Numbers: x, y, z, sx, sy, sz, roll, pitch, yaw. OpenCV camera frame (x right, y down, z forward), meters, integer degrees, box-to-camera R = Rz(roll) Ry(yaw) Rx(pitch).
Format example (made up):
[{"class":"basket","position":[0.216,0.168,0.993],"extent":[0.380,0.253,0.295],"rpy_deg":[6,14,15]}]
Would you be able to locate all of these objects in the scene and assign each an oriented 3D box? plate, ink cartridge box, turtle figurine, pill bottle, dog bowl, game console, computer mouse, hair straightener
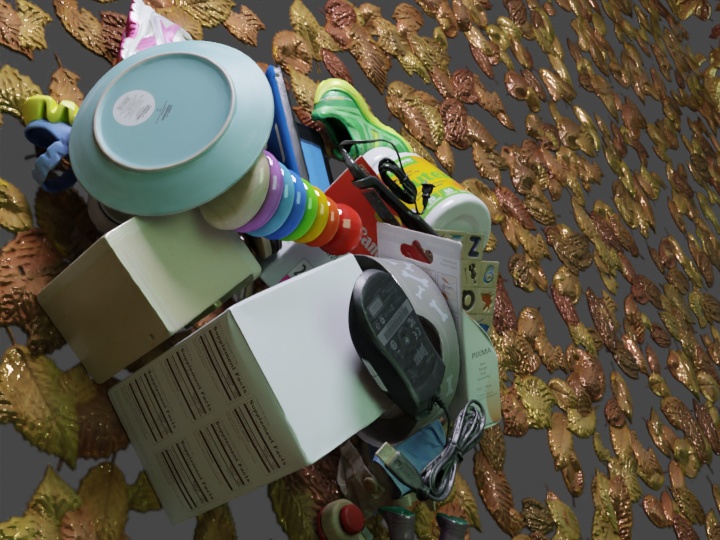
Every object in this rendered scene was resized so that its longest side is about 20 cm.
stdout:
[{"class":"plate","position":[-0.177,-0.141,0.848],"extent":[0.026,0.196,0.203],"rpy_deg":[74,9,-61]},{"class":"ink cartridge box","position":[0.082,0.053,1.000],"extent":[0.049,0.161,0.204],"rpy_deg":[-11,106,-30]},{"class":"turtle figurine","position":[0.050,0.346,0.926],"extent":[0.148,0.100,0.204],"rpy_deg":[17,82,-38]},{"class":"pill bottle","position":[0.071,-0.086,1.209],"extent":[0.110,0.112,0.200],"rpy_deg":[18,17,-41]},{"class":"dog bowl","position":[0.029,0.081,0.978],"extent":[0.058,0.200,0.203],"rpy_deg":[-9,72,-34]},{"class":"game console","position":[-0.060,-0.129,1.149],"extent":[0.116,0.171,0.203],"rpy_deg":[-7,69,-22]},{"class":"computer mouse","position":[0.030,0.109,0.823],"extent":[0.201,0.046,0.141],"rpy_deg":[55,41,-16]},{"class":"hair straightener","position":[0.047,-0.078,1.044],"extent":[0.200,0.041,0.077],"rpy_deg":[48,67,-24]},{"class":"ink cartridge box","position":[0.000,0.000,1.063],"extent":[0.200,0.173,0.044],"rpy_deg":[47,0,-33]}]

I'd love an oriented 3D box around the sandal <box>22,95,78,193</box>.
[{"class":"sandal","position":[-0.241,-0.110,0.908],"extent":[0.080,0.196,0.089],"rpy_deg":[80,17,-69]}]

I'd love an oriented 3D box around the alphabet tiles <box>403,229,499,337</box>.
[{"class":"alphabet tiles","position":[0.105,0.053,1.129],"extent":[0.164,0.006,0.204],"rpy_deg":[2,96,-40]}]

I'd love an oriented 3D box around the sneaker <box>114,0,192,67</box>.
[{"class":"sneaker","position":[-0.225,-0.219,1.014],"extent":[0.087,0.082,0.202],"rpy_deg":[16,48,-19]}]

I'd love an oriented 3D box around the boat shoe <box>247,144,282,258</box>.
[{"class":"boat shoe","position":[-0.112,-0.093,1.039],"extent":[0.064,0.074,0.201],"rpy_deg":[-13,45,-11]}]

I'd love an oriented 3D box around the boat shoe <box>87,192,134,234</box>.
[{"class":"boat shoe","position":[-0.226,-0.118,0.987],"extent":[0.072,0.062,0.202],"rpy_deg":[42,41,-21]}]

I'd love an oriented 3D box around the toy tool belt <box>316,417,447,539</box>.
[{"class":"toy tool belt","position":[0.038,0.215,1.020],"extent":[0.126,0.122,0.200],"rpy_deg":[53,38,-8]}]

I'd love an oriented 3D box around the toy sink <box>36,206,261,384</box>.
[{"class":"toy sink","position":[-0.185,0.002,0.899],"extent":[0.113,0.130,0.200],"rpy_deg":[55,36,-6]}]

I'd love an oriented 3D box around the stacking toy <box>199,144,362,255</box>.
[{"class":"stacking toy","position":[-0.065,-0.059,0.917],"extent":[0.199,0.085,0.087],"rpy_deg":[21,51,-50]}]

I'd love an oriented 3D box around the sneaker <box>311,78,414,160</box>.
[{"class":"sneaker","position":[0.000,-0.178,1.297],"extent":[0.199,0.074,0.084],"rpy_deg":[40,64,-28]}]

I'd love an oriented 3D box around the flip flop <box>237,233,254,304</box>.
[{"class":"flip flop","position":[-0.158,-0.042,1.014],"extent":[0.057,0.081,0.203],"rpy_deg":[-16,84,-14]}]

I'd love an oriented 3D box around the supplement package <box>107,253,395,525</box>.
[{"class":"supplement package","position":[-0.090,0.110,0.878],"extent":[0.190,0.199,0.149],"rpy_deg":[-25,85,-53]}]
